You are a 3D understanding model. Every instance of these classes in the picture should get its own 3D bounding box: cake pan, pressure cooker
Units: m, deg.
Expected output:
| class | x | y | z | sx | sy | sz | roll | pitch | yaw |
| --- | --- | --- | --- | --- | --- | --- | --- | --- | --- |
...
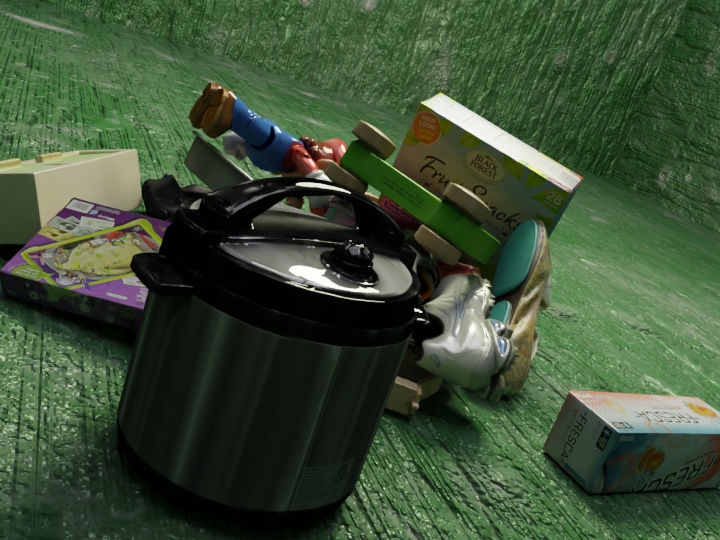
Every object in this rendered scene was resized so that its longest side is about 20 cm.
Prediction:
| class | x | y | z | sx | sy | sz | roll | pitch | yaw |
| --- | --- | --- | --- | --- | --- | --- | --- | --- | --- |
| cake pan | -0.118 | -0.077 | 0.902 | 0.200 | 0.037 | 0.200 | 40 | 0 | 0 |
| pressure cooker | -0.052 | 0.037 | 0.527 | 0.177 | 0.202 | 0.176 | 20 | 18 | 4 |

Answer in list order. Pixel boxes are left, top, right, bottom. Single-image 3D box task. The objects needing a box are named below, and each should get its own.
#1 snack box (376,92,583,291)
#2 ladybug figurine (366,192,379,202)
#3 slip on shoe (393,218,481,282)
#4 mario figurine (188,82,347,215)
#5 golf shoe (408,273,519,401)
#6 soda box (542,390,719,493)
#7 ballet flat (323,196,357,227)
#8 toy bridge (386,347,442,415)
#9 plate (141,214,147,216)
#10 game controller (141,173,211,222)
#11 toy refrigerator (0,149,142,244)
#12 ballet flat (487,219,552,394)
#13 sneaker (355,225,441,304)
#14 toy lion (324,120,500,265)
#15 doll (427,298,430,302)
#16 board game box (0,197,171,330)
| class | x | y | z | sx | sy | sz | roll | pitch | yaw |
| --- | --- | --- | --- | --- | --- | --- | --- | --- | --- |
| snack box | 0.130 | -0.083 | 0.955 | 0.199 | 0.170 | 0.068 | 34 | 33 | 13 |
| ladybug figurine | 0.007 | -0.053 | 1.086 | 0.134 | 0.073 | 0.200 | 8 | 21 | -33 |
| slip on shoe | 0.055 | -0.029 | 0.936 | 0.199 | 0.061 | 0.074 | 38 | -4 | 19 |
| mario figurine | -0.092 | -0.112 | 0.877 | 0.199 | 0.106 | 0.124 | 29 | 40 | -31 |
| golf shoe | 0.080 | 0.046 | 0.783 | 0.096 | 0.079 | 0.200 | 14 | 16 | -11 |
| soda box | 0.267 | 0.158 | 0.752 | 0.198 | 0.064 | 0.068 | 8 | 21 | -33 |
| ballet flat | 0.000 | 0.000 | 0.882 | 0.069 | 0.071 | 0.201 | 31 | -17 | 36 |
| toy bridge | 0.049 | 0.088 | 0.779 | 0.066 | 0.027 | 0.200 | 20 | 16 | -4 |
| plate | -0.182 | -0.023 | 0.823 | 0.197 | 0.026 | 0.200 | 8 | 14 | -2 |
| game controller | -0.185 | -0.068 | 0.894 | 0.103 | 0.043 | 0.200 | 20 | 8 | -22 |
| toy refrigerator | -0.295 | -0.081 | 0.800 | 0.075 | 0.071 | 0.200 | 1 | 15 | 11 |
| ballet flat | 0.167 | 0.040 | 0.853 | 0.070 | 0.071 | 0.201 | 21 | 60 | 5 |
| sneaker | 0.043 | 0.005 | 0.786 | 0.079 | 0.075 | 0.200 | 29 | 11 | 17 |
| toy lion | 0.065 | -0.068 | 0.842 | 0.199 | 0.069 | 0.191 | 38 | 7 | 30 |
| doll | 0.114 | 0.025 | 1.011 | 0.197 | 0.049 | 0.137 | 11 | 14 | -16 |
| board game box | -0.181 | 0.000 | 0.687 | 0.197 | 0.033 | 0.120 | 15 | 33 | 6 |
